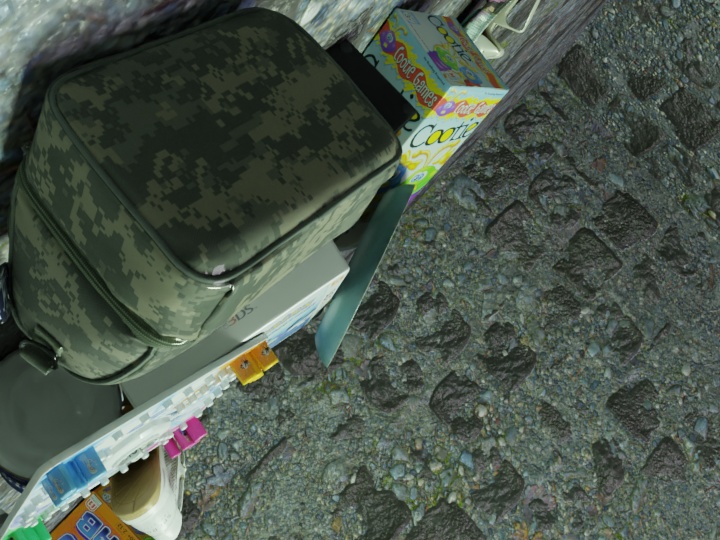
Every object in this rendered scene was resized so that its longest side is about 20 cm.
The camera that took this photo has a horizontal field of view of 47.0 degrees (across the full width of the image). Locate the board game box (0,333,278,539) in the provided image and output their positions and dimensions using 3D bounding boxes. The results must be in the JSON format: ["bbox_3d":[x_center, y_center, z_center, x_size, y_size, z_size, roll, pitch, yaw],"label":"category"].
[{"bbox_3d":[-0.175,0.141,0.647,0.199,0.026,0.200,-31,170,-42],"label":"board game box"}]

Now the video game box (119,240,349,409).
[{"bbox_3d":[-0.110,0.057,0.713,0.199,0.047,0.182,-34,172,-16],"label":"video game box"}]

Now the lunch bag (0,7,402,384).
[{"bbox_3d":[-0.099,-0.034,0.478,0.200,0.139,0.168,-41,175,-44],"label":"lunch bag"}]

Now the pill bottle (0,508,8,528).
[{"bbox_3d":[-0.360,0.302,0.793,0.113,0.200,0.113,-44,177,-3],"label":"pill bottle"}]

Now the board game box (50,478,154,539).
[{"bbox_3d":[-0.599,0.637,1.982,0.200,0.200,0.200,-44,177,6],"label":"board game box"}]

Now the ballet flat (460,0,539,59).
[{"bbox_3d":[0.173,-0.318,1.050,0.200,0.071,0.069,-46,178,23],"label":"ballet flat"}]

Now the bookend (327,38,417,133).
[{"bbox_3d":[-0.073,-0.074,0.755,0.200,0.092,0.199,-45,179,-29],"label":"bookend"}]

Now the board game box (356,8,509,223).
[{"bbox_3d":[0.036,-0.153,0.854,0.102,0.106,0.200,-11,151,-47],"label":"board game box"}]

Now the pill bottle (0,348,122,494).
[{"bbox_3d":[-0.270,0.142,0.733,0.111,0.111,0.200,-43,176,-28],"label":"pill bottle"}]

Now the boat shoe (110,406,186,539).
[{"bbox_3d":[-0.207,0.193,0.822,0.070,0.070,0.201,-29,-152,3],"label":"boat shoe"}]

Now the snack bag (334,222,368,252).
[{"bbox_3d":[-0.024,-0.077,1.023,0.198,0.021,0.190,-13,-145,46],"label":"snack bag"}]

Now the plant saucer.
[{"bbox_3d":[0.000,0.000,0.829,0.202,0.027,0.200,-64,-179,2],"label":"plant saucer"}]

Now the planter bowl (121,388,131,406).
[{"bbox_3d":[-0.183,0.061,0.888,0.198,0.084,0.200,-26,-176,2],"label":"planter bowl"}]
